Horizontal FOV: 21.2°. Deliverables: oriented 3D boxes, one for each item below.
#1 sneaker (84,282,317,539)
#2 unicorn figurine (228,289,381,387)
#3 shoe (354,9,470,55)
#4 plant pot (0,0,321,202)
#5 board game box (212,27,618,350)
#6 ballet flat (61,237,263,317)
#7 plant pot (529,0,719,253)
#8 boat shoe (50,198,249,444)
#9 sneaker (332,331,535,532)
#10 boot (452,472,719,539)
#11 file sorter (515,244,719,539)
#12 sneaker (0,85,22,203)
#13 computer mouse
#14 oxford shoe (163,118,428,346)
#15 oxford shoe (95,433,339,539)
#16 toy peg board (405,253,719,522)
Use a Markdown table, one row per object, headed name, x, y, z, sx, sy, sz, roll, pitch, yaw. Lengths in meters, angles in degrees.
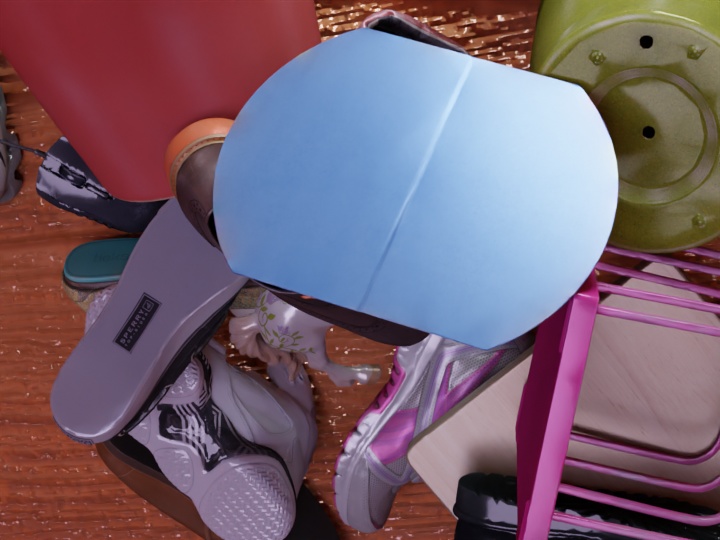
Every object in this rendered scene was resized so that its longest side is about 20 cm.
| name | x | y | z | sx | sy | sz | roll | pitch | yaw |
| --- | --- | --- | --- | --- | --- | --- | --- | --- | --- |
| sneaker | -0.099 | 0.079 | 1.270 | 0.075 | 0.115 | 0.200 | -29 | 103 | 27 |
| unicorn figurine | 0.000 | 0.000 | 1.138 | 0.200 | 0.074 | 0.137 | -46 | 132 | 17 |
| shoe | 0.056 | -0.067 | 1.157 | 0.200 | 0.071 | 0.091 | 50 | 162 | -2 |
| plant pot | -0.112 | -0.148 | 1.064 | 0.200 | 0.201 | 0.178 | -12 | 116 | 24 |
| board game box | 0.029 | -0.036 | 0.962 | 0.199 | 0.158 | 0.039 | 17 | 152 | 14 |
| ballet flat | -0.102 | 0.006 | 1.276 | 0.199 | 0.071 | 0.071 | -5 | 110 | 21 |
| plant pot | 0.173 | -0.102 | 1.052 | 0.199 | 0.193 | 0.201 | 8 | 115 | 16 |
| boat shoe | -0.115 | 0.019 | 1.169 | 0.069 | 0.057 | 0.200 | 38 | 89 | 13 |
| sneaker | 0.048 | 0.099 | 1.247 | 0.088 | 0.081 | 0.200 | 30 | 120 | 7 |
| boot | 0.138 | 0.215 | 1.118 | 0.199 | 0.076 | 0.169 | 8 | 101 | 12 |
| file sorter | 0.155 | 0.065 | 1.020 | 0.125 | 0.200 | 0.140 | 11 | 105 | 2 |
| sneaker | -0.283 | -0.125 | 1.266 | 0.074 | 0.089 | 0.201 | -9 | 107 | 24 |
| computer mouse | -0.211 | -0.075 | 1.244 | 0.199 | 0.034 | 0.059 | 22 | 107 | -22 |
| oxford shoe | -0.026 | -0.001 | 1.041 | 0.071 | 0.073 | 0.200 | -44 | 127 | 18 |
| oxford shoe | -0.099 | 0.158 | 1.346 | 0.200 | 0.071 | 0.071 | 37 | 147 | 1 |
| toy peg board | 0.168 | 0.114 | 1.181 | 0.199 | 0.098 | 0.200 | -39 | 96 | 14 |
